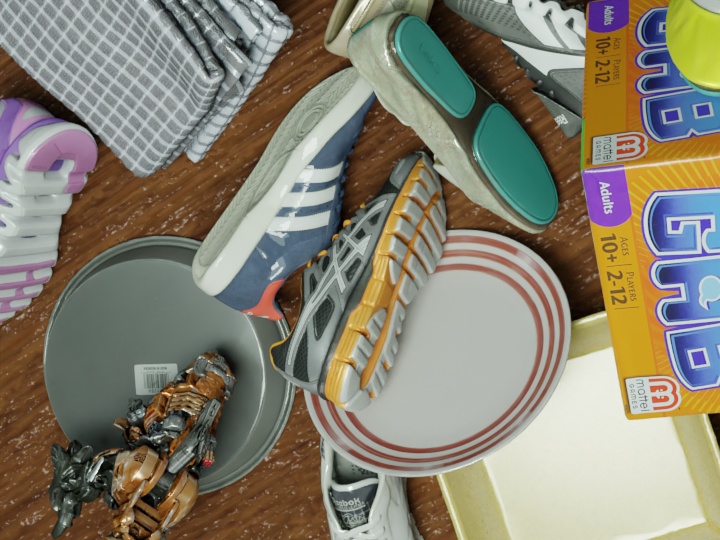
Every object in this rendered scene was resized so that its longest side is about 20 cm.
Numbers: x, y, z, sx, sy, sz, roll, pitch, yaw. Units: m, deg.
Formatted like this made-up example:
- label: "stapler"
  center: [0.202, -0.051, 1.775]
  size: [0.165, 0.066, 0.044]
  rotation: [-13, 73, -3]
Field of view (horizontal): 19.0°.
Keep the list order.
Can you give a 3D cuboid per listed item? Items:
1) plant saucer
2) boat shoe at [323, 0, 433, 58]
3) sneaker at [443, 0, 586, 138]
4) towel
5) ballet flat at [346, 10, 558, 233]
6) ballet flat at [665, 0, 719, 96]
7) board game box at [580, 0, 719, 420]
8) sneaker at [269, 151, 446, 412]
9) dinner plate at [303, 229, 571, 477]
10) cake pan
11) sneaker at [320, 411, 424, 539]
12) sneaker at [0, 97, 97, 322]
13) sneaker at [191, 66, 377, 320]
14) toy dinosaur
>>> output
- label: "plant saucer"
  center: [0.158, 0.136, 1.542]
  size: [0.200, 0.048, 0.200]
  rotation: [-18, 93, 15]
- label: "boat shoe"
  center: [0.028, -0.240, 1.502]
  size: [0.065, 0.072, 0.200]
  rotation: [12, 107, -21]
- label: "sneaker"
  center: [0.142, -0.142, 1.499]
  size: [0.200, 0.066, 0.091]
  rotation: [22, 99, 7]
- label: "towel"
  center: [-0.167, -0.175, 1.525]
  size: [0.200, 0.086, 0.166]
  rotation: [47, 137, 2]
- label: "ballet flat"
  center: [0.064, -0.103, 1.514]
  size: [0.062, 0.067, 0.200]
  rotation: [-14, 123, 46]
- label: "ballet flat"
  center: [0.231, -0.189, 1.339]
  size: [0.067, 0.200, 0.067]
  rotation: [9, 131, 13]
- label: "board game box"
  center: [0.255, -0.051, 1.379]
  size: [0.200, 0.200, 0.200]
  rotation: [-6, 127, 12]
- label: "sneaker"
  center: [0.000, 0.000, 1.519]
  size: [0.077, 0.078, 0.200]
  rotation: [12, 64, 30]
- label: "dinner plate"
  center: [0.055, 0.060, 1.518]
  size: [0.200, 0.024, 0.200]
  rotation: [-11, 53, 16]
- label: "cake pan"
  center: [-0.149, 0.075, 1.609]
  size: [0.200, 0.037, 0.200]
  rotation: [2, 98, 12]
- label: "sneaker"
  center: [0.005, 0.194, 1.568]
  size: [0.076, 0.081, 0.200]
  rotation: [-11, 96, 12]
- label: "sneaker"
  center: [-0.269, -0.047, 1.604]
  size: [0.088, 0.080, 0.200]
  rotation: [46, 121, 31]
- label: "sneaker"
  center: [-0.035, -0.052, 1.557]
  size: [0.084, 0.075, 0.200]
  rotation: [35, 95, -21]
- label: "toy dinosaur"
  center: [-0.156, 0.146, 1.512]
  size: [0.102, 0.200, 0.136]
  rotation: [53, 140, -5]
